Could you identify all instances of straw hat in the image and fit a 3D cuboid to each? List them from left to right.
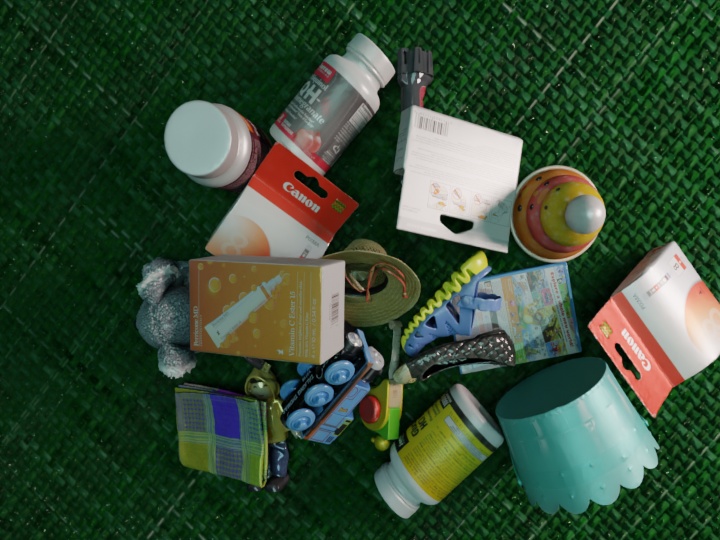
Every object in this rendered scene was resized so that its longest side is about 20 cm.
[{"bbox_3d":[0.000,0.000,0.837,0.194,0.204,0.087,1,52,6],"label":"straw hat"}]

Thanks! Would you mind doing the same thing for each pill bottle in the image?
[{"bbox_3d":[-0.204,-0.180,0.791,0.110,0.200,0.118,0,94,5],"label":"pill bottle"},{"bbox_3d":[-0.040,-0.253,0.815,0.110,0.111,0.201,41,96,2],"label":"pill bottle"},{"bbox_3d":[0.118,0.286,0.833,0.200,0.112,0.113,-45,89,6],"label":"pill bottle"}]

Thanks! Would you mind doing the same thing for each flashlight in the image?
[{"bbox_3d":[0.092,-0.235,0.830,0.066,0.068,0.207,0,89,10],"label":"flashlight"}]

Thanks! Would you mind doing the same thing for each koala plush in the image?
[{"bbox_3d":[-0.270,0.062,0.814,0.178,0.200,0.183,-9,93,6],"label":"koala plush"}]

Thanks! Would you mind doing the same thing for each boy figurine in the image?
[{"bbox_3d":[-0.152,0.257,0.884,0.120,0.064,0.207,1,96,12],"label":"boy figurine"}]

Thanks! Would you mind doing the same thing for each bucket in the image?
[{"bbox_3d":[0.302,0.229,0.771,0.203,0.207,0.138,-28,89,7],"label":"bucket"}]

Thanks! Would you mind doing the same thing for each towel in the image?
[{"bbox_3d":[-0.234,0.270,0.878,0.195,0.023,0.149,2,94,30],"label":"towel"}]

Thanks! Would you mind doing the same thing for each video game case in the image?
[{"bbox_3d":[0.243,0.077,0.855,0.194,0.018,0.148,-11,92,7],"label":"video game case"}]

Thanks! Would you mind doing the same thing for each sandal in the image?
[{"bbox_3d":[0.141,0.069,0.817,0.087,0.079,0.201,45,114,9],"label":"sandal"}]

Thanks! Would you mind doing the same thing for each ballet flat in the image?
[{"bbox_3d":[0.145,0.142,0.819,0.194,0.067,0.058,-17,68,1],"label":"ballet flat"}]

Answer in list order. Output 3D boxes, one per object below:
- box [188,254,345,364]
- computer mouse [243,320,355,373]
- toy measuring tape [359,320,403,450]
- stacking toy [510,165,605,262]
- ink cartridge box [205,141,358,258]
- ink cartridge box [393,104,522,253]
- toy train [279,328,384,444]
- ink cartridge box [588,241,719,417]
[{"bbox_3d":[-0.127,0.048,0.734,0.194,0.097,0.129,2,96,17],"label":"box"},{"bbox_3d":[-0.105,0.119,0.842,0.197,0.046,0.142,29,105,-25],"label":"computer mouse"},{"bbox_3d":[0.034,0.185,0.865,0.071,0.074,0.207,2,82,5],"label":"toy measuring tape"},{"bbox_3d":[0.296,-0.082,0.747,0.141,0.200,0.151,0,94,5],"label":"stacking toy"},{"bbox_3d":[-0.120,-0.065,0.813,0.160,0.051,0.200,34,120,-18],"label":"ink cartridge box"},{"bbox_3d":[0.142,-0.130,0.790,0.195,0.043,0.179,10,87,-20],"label":"ink cartridge box"},{"bbox_3d":[-0.044,0.179,0.824,0.113,0.088,0.201,23,116,-35],"label":"toy train"},{"bbox_3d":[0.437,0.079,0.766,0.199,0.050,0.164,-37,90,-28],"label":"ink cartridge box"}]
